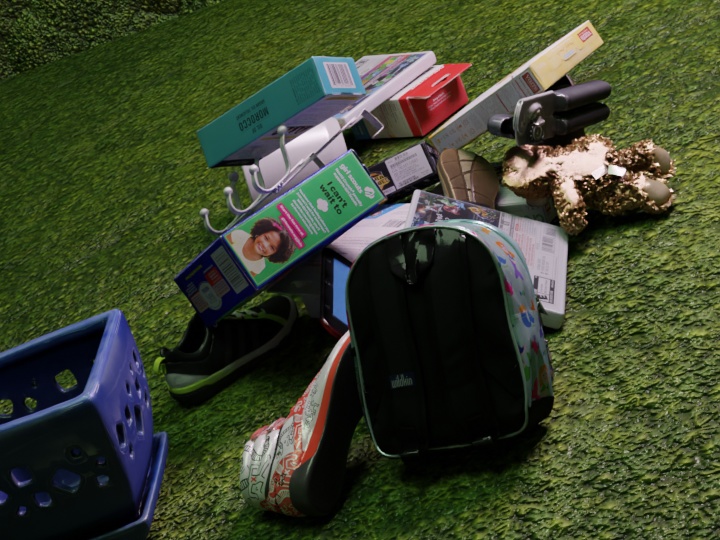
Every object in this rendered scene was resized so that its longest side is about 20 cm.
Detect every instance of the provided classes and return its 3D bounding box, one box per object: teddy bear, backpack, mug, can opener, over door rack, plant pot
[{"bbox_3d":[0.258,-0.100,1.587,0.197,0.067,0.147,-11,53,2],"label":"teddy bear"},{"bbox_3d":[0.081,0.054,1.280,0.175,0.203,0.150,-13,4,27],"label":"backpack"},{"bbox_3d":[-0.098,-0.165,2.040,0.151,0.151,0.187,-16,28,-3],"label":"mug"},{"bbox_3d":[0.217,-0.185,1.623,0.066,0.054,0.199,13,21,34],"label":"can opener"},{"bbox_3d":[-0.089,-0.126,1.668,0.199,0.067,0.147,-33,0,-36],"label":"over door rack"},{"bbox_3d":[-0.300,0.183,1.399,0.197,0.182,0.201,-20,22,8],"label":"plant pot"}]

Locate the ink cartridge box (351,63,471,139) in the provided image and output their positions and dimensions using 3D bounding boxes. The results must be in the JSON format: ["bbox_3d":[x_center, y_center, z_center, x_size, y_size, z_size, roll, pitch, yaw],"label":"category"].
[{"bbox_3d":[0.080,-0.258,2.157,0.116,0.068,0.199,-39,26,-31],"label":"ink cartridge box"}]

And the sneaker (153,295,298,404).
[{"bbox_3d":[-0.153,0.073,1.628,0.071,0.084,0.199,4,35,48],"label":"sneaker"}]

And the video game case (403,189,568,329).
[{"bbox_3d":[0.130,-0.015,1.496,0.179,0.024,0.201,15,29,2],"label":"video game case"}]

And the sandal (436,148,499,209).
[{"bbox_3d":[0.124,-0.068,1.646,0.054,0.079,0.202,-55,31,39],"label":"sandal"}]

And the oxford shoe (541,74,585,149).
[{"bbox_3d":[0.238,-0.181,1.721,0.070,0.073,0.201,-14,26,15],"label":"oxford shoe"}]

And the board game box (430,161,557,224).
[{"bbox_3d":[0.172,-0.094,1.736,0.198,0.035,0.126,-3,29,41],"label":"board game box"}]

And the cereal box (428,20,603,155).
[{"bbox_3d":[0.187,-0.218,1.706,0.144,0.040,0.199,-40,4,-41],"label":"cereal box"}]

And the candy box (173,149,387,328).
[{"bbox_3d":[-0.091,-0.035,1.573,0.199,0.077,0.169,-38,2,-29],"label":"candy box"}]

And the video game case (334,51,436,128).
[{"bbox_3d":[-0.005,-0.276,2.170,0.199,0.023,0.181,-39,25,-27],"label":"video game case"}]

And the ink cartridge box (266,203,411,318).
[{"bbox_3d":[0.000,0.000,1.653,0.199,0.069,0.115,-37,22,-29],"label":"ink cartridge box"}]

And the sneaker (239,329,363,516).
[{"bbox_3d":[-0.049,0.136,1.333,0.107,0.067,0.203,-7,52,42],"label":"sneaker"}]

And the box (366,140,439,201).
[{"bbox_3d":[0.011,-0.100,1.800,0.196,0.050,0.200,-23,-1,9],"label":"box"}]

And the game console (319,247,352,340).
[{"bbox_3d":[0.058,0.030,1.461,0.170,0.120,0.201,-22,22,9],"label":"game console"}]

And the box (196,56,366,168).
[{"bbox_3d":[-0.094,-0.183,1.647,0.199,0.050,0.082,-27,-10,35],"label":"box"}]
